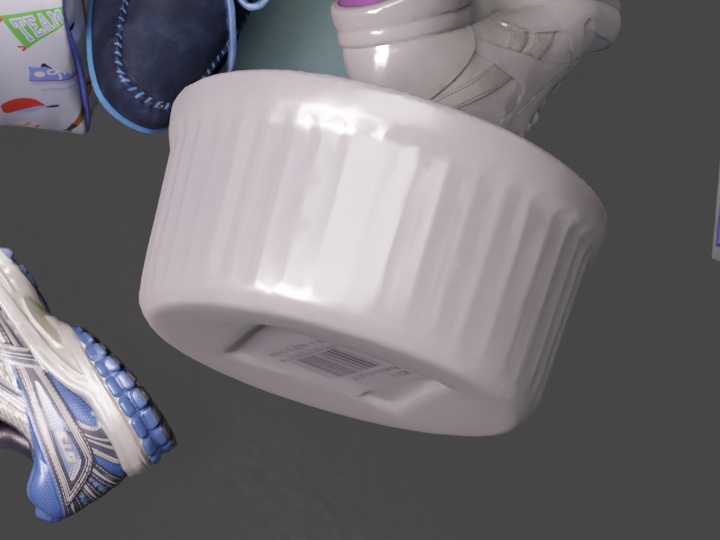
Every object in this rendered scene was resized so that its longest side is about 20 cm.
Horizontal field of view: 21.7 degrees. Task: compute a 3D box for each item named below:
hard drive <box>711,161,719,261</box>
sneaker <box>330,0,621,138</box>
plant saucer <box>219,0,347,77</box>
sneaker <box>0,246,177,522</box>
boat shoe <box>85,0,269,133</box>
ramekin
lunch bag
[{"bbox_3d":[0.252,-0.091,0.950,0.131,0.025,0.201,8,66,4],"label":"hard drive"},{"bbox_3d":[0.058,-0.095,0.903,0.199,0.075,0.100,-15,100,-48],"label":"sneaker"},{"bbox_3d":[-0.031,-0.146,0.944,0.199,0.027,0.201,8,68,-20],"label":"plant saucer"},{"bbox_3d":[-0.180,0.035,0.868,0.085,0.077,0.200,-43,73,-13],"label":"sneaker"},{"bbox_3d":[-0.073,-0.160,0.871,0.084,0.069,0.201,26,63,-27],"label":"boat shoe"},{"bbox_3d":[0.000,0.000,0.820,0.199,0.201,0.098,15,74,6],"label":"ramekin"},{"bbox_3d":[-0.155,-0.178,0.914,0.075,0.160,0.201,3,67,1],"label":"lunch bag"}]
